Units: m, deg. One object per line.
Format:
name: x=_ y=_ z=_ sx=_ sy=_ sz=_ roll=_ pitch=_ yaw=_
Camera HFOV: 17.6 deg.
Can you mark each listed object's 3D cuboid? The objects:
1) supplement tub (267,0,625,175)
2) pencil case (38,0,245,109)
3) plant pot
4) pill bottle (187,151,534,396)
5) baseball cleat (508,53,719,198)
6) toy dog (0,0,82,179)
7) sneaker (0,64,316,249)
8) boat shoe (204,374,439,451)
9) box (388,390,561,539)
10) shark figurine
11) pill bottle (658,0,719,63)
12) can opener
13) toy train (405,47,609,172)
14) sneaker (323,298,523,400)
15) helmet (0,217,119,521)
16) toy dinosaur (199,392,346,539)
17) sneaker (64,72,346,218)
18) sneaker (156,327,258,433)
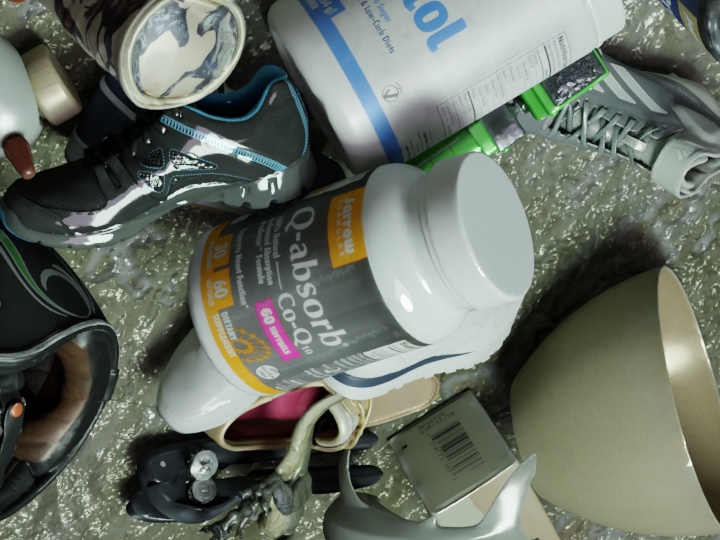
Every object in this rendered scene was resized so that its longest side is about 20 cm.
supplement tub: x=0.053 y=-0.159 z=1.485 sx=0.199 sy=0.132 sz=0.132 roll=-32 pitch=132 yaw=-3
pencil case: x=-0.136 y=-0.166 z=1.336 sx=0.077 sy=0.200 sz=0.090 roll=6 pitch=116 yaw=-34
plant pot: x=0.188 y=0.110 z=1.737 sx=0.133 sy=0.201 sz=0.201 roll=-15 pitch=135 yaw=16
pill bottle: x=0.000 y=0.000 z=1.452 sx=0.199 sy=0.117 sz=0.116 roll=-19 pitch=139 yaw=29
baseball cleat: x=0.179 y=-0.103 z=1.608 sx=0.198 sy=0.107 sz=0.070 roll=3 pitch=128 yaw=-26
toy dog: x=-0.241 y=-0.123 z=1.384 sx=0.132 sy=0.096 sz=0.200 roll=-48 pitch=131 yaw=12
sneaker: x=-0.128 y=-0.073 z=1.426 sx=0.198 sy=0.073 sz=0.082 roll=-16 pitch=126 yaw=-13
boat shoe: x=-0.027 y=0.099 z=1.680 sx=0.198 sy=0.069 sz=0.074 roll=-6 pitch=127 yaw=-23
box: x=0.104 y=0.198 z=1.807 sx=0.077 sy=0.095 sz=0.201 roll=-32 pitch=134 yaw=-2
shark figurine: x=0.020 y=0.166 z=1.638 sx=0.128 sy=0.214 sz=0.090 roll=-18 pitch=98 yaw=-38
pill bottle: x=0.250 y=-0.196 z=1.511 sx=0.111 sy=0.200 sz=0.113 roll=-14 pitch=130 yaw=-17
can opener: x=-0.074 y=0.143 z=1.707 sx=0.198 sy=0.079 sz=0.064 roll=-10 pitch=89 yaw=-25
toy train: x=0.080 y=-0.089 z=1.549 sx=0.199 sy=0.056 sz=0.042 roll=-36 pitch=98 yaw=1
sneaker: x=0.054 y=0.023 z=1.622 sx=0.199 sy=0.076 sz=0.081 roll=-27 pitch=150 yaw=-43
helmet: x=-0.267 y=0.046 z=1.437 sx=0.200 sy=0.190 sz=0.201 roll=-49 pitch=159 yaw=-26
toy dinosaur: x=-0.060 y=0.159 z=1.638 sx=0.088 sy=0.047 sz=0.201 roll=-26 pitch=147 yaw=-43
sneaker: x=-0.082 y=-0.097 z=1.504 sx=0.199 sy=0.070 sz=0.109 roll=9 pitch=122 yaw=-28
sneaker: x=-0.072 y=0.028 z=1.592 sx=0.200 sy=0.070 sz=0.080 roll=-45 pitch=159 yaw=3
